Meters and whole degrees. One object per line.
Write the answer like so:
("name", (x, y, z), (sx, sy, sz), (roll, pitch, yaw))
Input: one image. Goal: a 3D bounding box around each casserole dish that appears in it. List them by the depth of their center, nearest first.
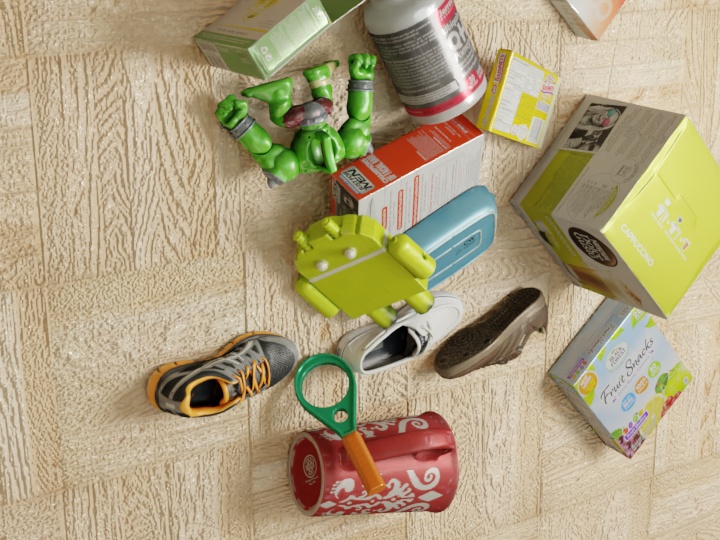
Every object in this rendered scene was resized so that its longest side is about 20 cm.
("casserole dish", (0.110, -0.030, 1.569), (0.199, 0.039, 0.122), (-34, 150, -17))

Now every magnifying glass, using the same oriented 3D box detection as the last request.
("magnifying glass", (-0.021, 0.190, 1.501), (0.079, 0.201, 0.023), (-25, 148, -7))

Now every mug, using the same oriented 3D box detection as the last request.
("mug", (0.020, 0.242, 1.567), (0.197, 0.134, 0.179), (0, 128, -28))

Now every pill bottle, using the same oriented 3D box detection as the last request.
("pill bottle", (0.070, -0.289, 1.454), (0.110, 0.110, 0.201), (-39, 122, -17))

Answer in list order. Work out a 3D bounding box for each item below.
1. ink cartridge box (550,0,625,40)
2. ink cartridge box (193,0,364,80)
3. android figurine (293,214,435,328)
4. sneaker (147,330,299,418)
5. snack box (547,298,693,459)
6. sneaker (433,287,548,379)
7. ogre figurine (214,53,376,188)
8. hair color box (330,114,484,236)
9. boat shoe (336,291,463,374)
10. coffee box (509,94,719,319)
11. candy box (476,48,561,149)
("ink cartridge box", (0.300, -0.435, 1.599), (0.200, 0.050, 0.163), (41, 80, -38))
("ink cartridge box", (-0.074, -0.293, 1.337), (0.200, 0.145, 0.048), (-42, 121, -15))
("android figurine", (0.000, 0.000, 1.477), (0.200, 0.180, 0.042), (43, 40, -37))
("sneaker", (-0.156, 0.135, 1.457), (0.198, 0.077, 0.079), (-20, 113, -28))
("snack box", (0.401, 0.161, 1.835), (0.169, 0.067, 0.200), (-50, 123, -10))
("sneaker", (0.192, 0.107, 1.680), (0.199, 0.070, 0.076), (-34, 121, -20))
("ogre figurine", (-0.064, -0.174, 1.413), (0.199, 0.097, 0.122), (-26, 106, -37))
("hair color box", (0.059, -0.109, 1.509), (0.199, 0.064, 0.112), (-30, 145, -24))
("boat shoe", (0.066, 0.091, 1.594), (0.198, 0.065, 0.075), (-27, 117, -24))
("coffee box", (0.369, -0.090, 1.658), (0.201, 0.197, 0.200), (-51, 124, -9))
("candy box", (0.210, -0.221, 1.565), (0.199, 0.026, 0.104), (4, 102, -63))
